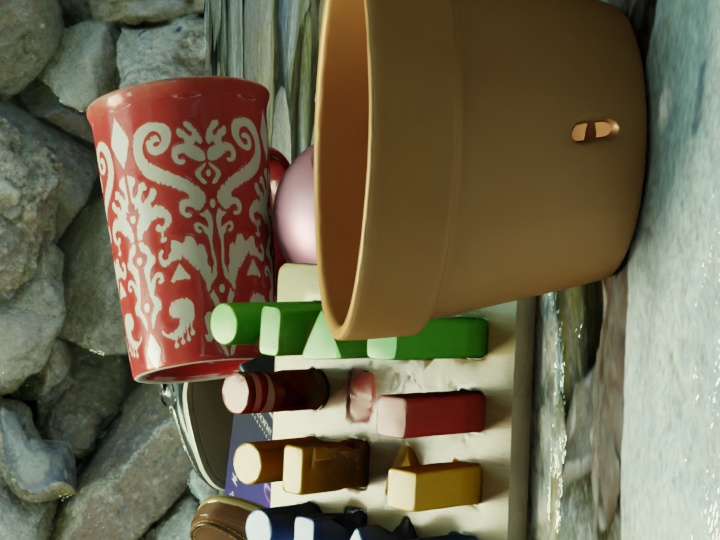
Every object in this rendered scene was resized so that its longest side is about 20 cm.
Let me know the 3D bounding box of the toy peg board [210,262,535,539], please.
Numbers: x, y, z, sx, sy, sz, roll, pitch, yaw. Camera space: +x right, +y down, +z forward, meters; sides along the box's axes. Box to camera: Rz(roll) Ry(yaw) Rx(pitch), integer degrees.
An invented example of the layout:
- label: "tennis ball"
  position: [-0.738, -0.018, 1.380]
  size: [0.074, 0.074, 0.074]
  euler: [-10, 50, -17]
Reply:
- label: "toy peg board"
  position: [-0.006, 0.100, 1.167]
  size: [0.199, 0.098, 0.200]
  euler: [4, 93, 44]

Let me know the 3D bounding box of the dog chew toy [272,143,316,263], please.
- label: "dog chew toy"
  position: [0.000, 0.000, 1.429]
  size: [0.125, 0.124, 0.201]
  euler: [-100, 6, -51]

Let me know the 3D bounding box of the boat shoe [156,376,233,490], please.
- label: "boat shoe"
  position: [-0.127, 0.073, 1.496]
  size: [0.066, 0.074, 0.200]
  euler: [-24, 77, 46]

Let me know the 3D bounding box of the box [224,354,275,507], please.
- label: "box"
  position: [-0.017, 0.161, 1.393]
  size: [0.148, 0.104, 0.201]
  euler: [53, 150, 35]

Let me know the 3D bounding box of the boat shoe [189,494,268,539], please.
- label: "boat shoe"
  position: [-0.038, 0.230, 1.294]
  size: [0.068, 0.200, 0.072]
  euler: [-49, 4, -39]

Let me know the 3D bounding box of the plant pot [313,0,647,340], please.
- label: "plant pot"
  position: [0.057, -0.064, 0.972]
  size: [0.200, 0.139, 0.201]
  euler: [-178, 90, -82]

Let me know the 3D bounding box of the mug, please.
- label: "mug"
  position: [-0.102, -0.026, 1.424]
  size: [0.133, 0.177, 0.201]
  euler: [-27, 68, 61]

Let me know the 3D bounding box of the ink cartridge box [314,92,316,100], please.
- label: "ink cartridge box"
  position: [-0.007, -0.134, 1.707]
  size: [0.160, 0.047, 0.201]
  euler: [102, 168, -49]
